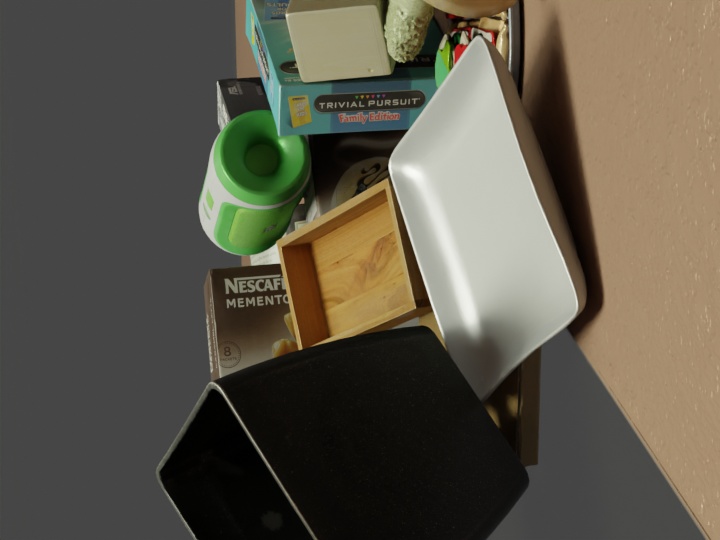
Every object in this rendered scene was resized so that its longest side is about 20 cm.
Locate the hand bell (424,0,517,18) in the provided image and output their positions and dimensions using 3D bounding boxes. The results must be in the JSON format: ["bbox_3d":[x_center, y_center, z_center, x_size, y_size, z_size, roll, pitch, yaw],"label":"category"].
[{"bbox_3d":[0.097,-0.260,1.259,0.200,0.103,0.105,124,142,-55],"label":"hand bell"}]

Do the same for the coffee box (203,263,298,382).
[{"bbox_3d":[-0.034,0.052,1.756,0.080,0.198,0.115,130,136,-76],"label":"coffee box"}]

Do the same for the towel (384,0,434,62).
[{"bbox_3d":[0.047,-0.271,1.494,0.149,0.036,0.201,106,171,-59],"label":"towel"}]

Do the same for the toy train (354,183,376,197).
[{"bbox_3d":[0.047,-0.042,1.570,0.200,0.034,0.046,6,87,62],"label":"toy train"}]

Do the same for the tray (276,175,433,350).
[{"bbox_3d":[0.000,0.000,1.549,0.200,0.037,0.100,-26,74,59],"label":"tray"}]

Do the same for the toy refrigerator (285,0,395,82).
[{"bbox_3d":[0.000,-0.230,1.603,0.201,0.075,0.070,-77,-22,-51],"label":"toy refrigerator"}]

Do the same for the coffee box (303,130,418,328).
[{"bbox_3d":[0.011,-0.052,1.703,0.080,0.112,0.202,122,142,-74],"label":"coffee box"}]

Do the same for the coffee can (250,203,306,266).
[{"bbox_3d":[-0.028,0.048,1.876,0.146,0.145,0.202,127,138,-76],"label":"coffee can"}]

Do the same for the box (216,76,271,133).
[{"bbox_3d":[-0.049,-0.131,1.902,0.200,0.156,0.050,-111,19,-62],"label":"box"}]

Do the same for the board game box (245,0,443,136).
[{"bbox_3d":[-0.009,-0.180,1.654,0.200,0.150,0.047,-110,19,-58],"label":"board game box"}]

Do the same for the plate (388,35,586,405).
[{"bbox_3d":[0.089,-0.030,1.353,0.200,0.032,0.201,127,128,-61],"label":"plate"}]

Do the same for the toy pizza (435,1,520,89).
[{"bbox_3d":[0.080,-0.186,1.476,0.200,0.031,0.202,176,90,-81],"label":"toy pizza"}]

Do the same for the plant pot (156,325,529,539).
[{"bbox_3d":[-0.003,0.154,1.396,0.200,0.177,0.200,56,151,11],"label":"plant pot"}]

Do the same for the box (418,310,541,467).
[{"bbox_3d":[0.085,0.020,1.451,0.163,0.021,0.202,-140,45,-57],"label":"box"}]

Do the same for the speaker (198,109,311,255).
[{"bbox_3d":[-0.091,-0.072,1.697,0.200,0.088,0.089,121,144,-74],"label":"speaker"}]
